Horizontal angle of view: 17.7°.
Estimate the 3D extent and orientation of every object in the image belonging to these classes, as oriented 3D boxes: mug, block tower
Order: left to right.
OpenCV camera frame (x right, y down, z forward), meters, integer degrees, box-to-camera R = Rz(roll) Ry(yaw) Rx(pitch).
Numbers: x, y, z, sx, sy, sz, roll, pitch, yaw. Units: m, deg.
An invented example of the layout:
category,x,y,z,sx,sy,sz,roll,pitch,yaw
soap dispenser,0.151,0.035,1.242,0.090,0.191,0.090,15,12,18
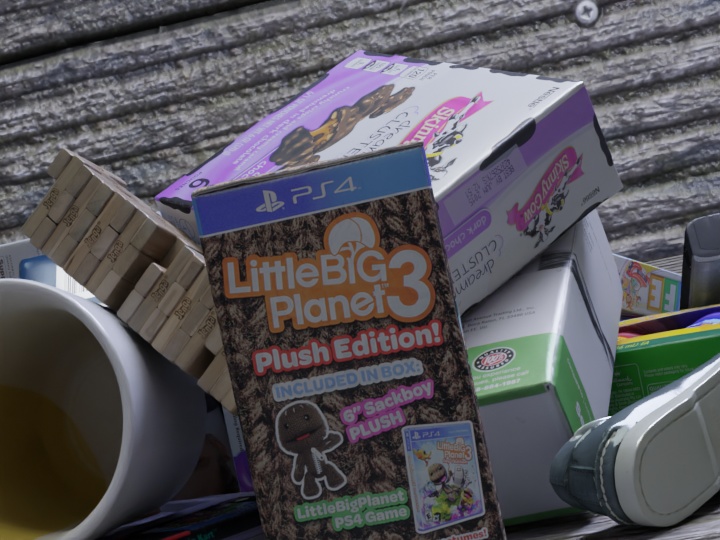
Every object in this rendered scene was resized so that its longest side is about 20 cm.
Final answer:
category,x,y,z,sx,sy,sz,roll,pitch,yaw
mug,-0.175,0.083,1.274,0.186,0.150,0.153,-4,-3,21
block tower,-0.102,0.010,1.238,0.200,0.058,0.054,39,4,36

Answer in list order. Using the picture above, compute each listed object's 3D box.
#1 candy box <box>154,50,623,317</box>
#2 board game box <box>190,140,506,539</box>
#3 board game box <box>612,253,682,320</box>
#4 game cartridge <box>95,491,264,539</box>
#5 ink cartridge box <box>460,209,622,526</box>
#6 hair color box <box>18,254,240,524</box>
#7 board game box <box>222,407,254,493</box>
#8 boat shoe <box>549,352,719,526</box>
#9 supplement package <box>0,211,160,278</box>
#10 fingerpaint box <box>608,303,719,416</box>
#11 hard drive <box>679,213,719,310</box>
category,x,y,z,sx,sy,sz,roll,pitch,yaw
candy box,0.013,-0.042,1.266,0.168,0.072,0.200,-38,30,-26
board game box,-0.001,0.052,0.995,0.096,0.201,0.159,-12,1,0
board game box,0.155,0.016,1.548,0.134,0.034,0.200,2,-9,41
game cartridge,-0.112,0.154,1.273,0.129,0.039,0.199,-16,-1,43
ink cartridge box,0.058,0.048,1.241,0.145,0.085,0.200,-13,29,20
hair color box,-0.132,0.073,1.412,0.099,0.201,0.061,-12,42,6
board game box,-0.005,0.086,1.463,0.102,0.105,0.200,-12,1,16
boat shoe,0.168,0.076,1.155,0.062,0.073,0.200,-5,11,41
supplement package,-0.168,0.067,1.600,0.110,0.201,0.155,-11,2,36
fingerpaint box,0.202,0.061,1.335,0.199,0.074,0.167,-11,3,28
hard drive,0.272,0.015,1.463,0.139,0.033,0.200,-12,-28,0
